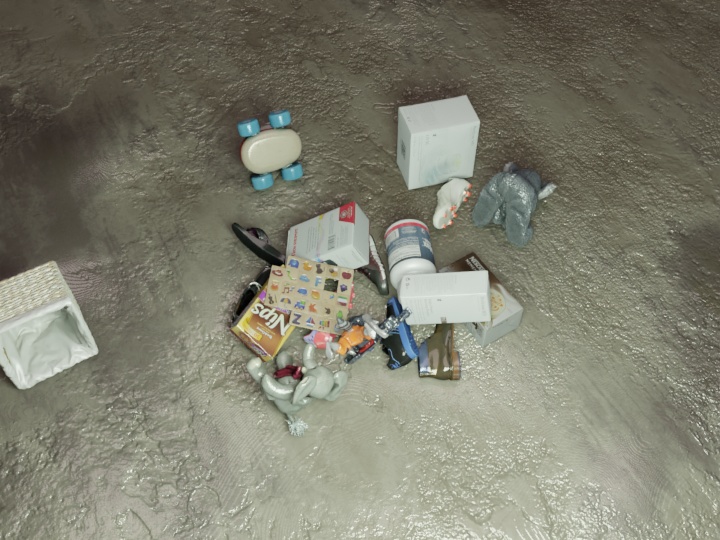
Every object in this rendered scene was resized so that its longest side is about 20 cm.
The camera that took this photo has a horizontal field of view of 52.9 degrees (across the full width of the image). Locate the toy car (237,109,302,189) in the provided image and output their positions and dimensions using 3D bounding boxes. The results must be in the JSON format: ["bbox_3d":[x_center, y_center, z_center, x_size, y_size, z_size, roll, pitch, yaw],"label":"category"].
[{"bbox_3d":[-0.269,-0.356,2.059,0.174,0.188,0.200,-19,24,-13],"label":"toy car"}]

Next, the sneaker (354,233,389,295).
[{"bbox_3d":[0.000,0.000,1.815,0.113,0.077,0.202,-16,44,-3],"label":"sneaker"}]

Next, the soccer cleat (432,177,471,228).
[{"bbox_3d":[0.232,-0.182,1.952,0.076,0.070,0.201,20,48,22],"label":"soccer cleat"}]

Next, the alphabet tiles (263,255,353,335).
[{"bbox_3d":[-0.122,0.055,1.697,0.196,0.008,0.171,12,65,-6],"label":"alphabet tiles"}]

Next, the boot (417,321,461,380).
[{"bbox_3d":[0.170,0.161,1.676,0.095,0.075,0.203,-3,54,-5],"label":"boot"}]

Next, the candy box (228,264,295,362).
[{"bbox_3d":[-0.204,0.100,1.707,0.117,0.056,0.201,43,58,-14],"label":"candy box"}]

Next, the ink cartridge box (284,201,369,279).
[{"bbox_3d":[-0.081,-0.064,1.799,0.197,0.083,0.148,-19,47,25],"label":"ink cartridge box"}]

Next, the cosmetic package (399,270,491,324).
[{"bbox_3d":[0.195,0.063,1.645,0.195,0.103,0.075,-3,48,15],"label":"cosmetic package"}]

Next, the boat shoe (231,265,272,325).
[{"bbox_3d":[-0.252,0.060,1.767,0.070,0.068,0.202,16,52,15],"label":"boat shoe"}]

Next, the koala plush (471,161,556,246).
[{"bbox_3d":[0.419,-0.204,1.910,0.176,0.186,0.199,31,46,22],"label":"koala plush"}]

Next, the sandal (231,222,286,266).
[{"bbox_3d":[-0.248,-0.065,1.863,0.199,0.076,0.048,35,65,14],"label":"sandal"}]

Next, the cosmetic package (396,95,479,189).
[{"bbox_3d":[0.211,-0.351,1.995,0.196,0.201,0.124,-13,51,-9],"label":"cosmetic package"}]

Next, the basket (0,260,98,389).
[{"bbox_3d":[-0.737,0.122,1.646,0.197,0.200,0.161,-26,51,-18],"label":"basket"}]

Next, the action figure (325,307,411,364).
[{"bbox_3d":[0.011,0.124,1.618,0.199,0.193,0.105,-39,86,10],"label":"action figure"}]

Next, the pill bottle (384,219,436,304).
[{"bbox_3d":[0.126,-0.014,1.784,0.117,0.121,0.203,-4,52,-3],"label":"pill bottle"}]

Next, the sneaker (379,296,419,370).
[{"bbox_3d":[0.078,0.144,1.695,0.077,0.070,0.202,-33,35,15],"label":"sneaker"}]

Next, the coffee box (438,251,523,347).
[{"bbox_3d":[0.283,0.068,1.742,0.113,0.081,0.201,-25,55,-17],"label":"coffee box"}]

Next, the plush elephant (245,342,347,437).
[{"bbox_3d":[-0.124,0.235,1.561,0.154,0.164,0.203,-37,68,22],"label":"plush elephant"}]

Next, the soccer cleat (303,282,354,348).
[{"bbox_3d":[-0.071,0.098,1.738,0.075,0.067,0.203,12,55,16],"label":"soccer cleat"}]
